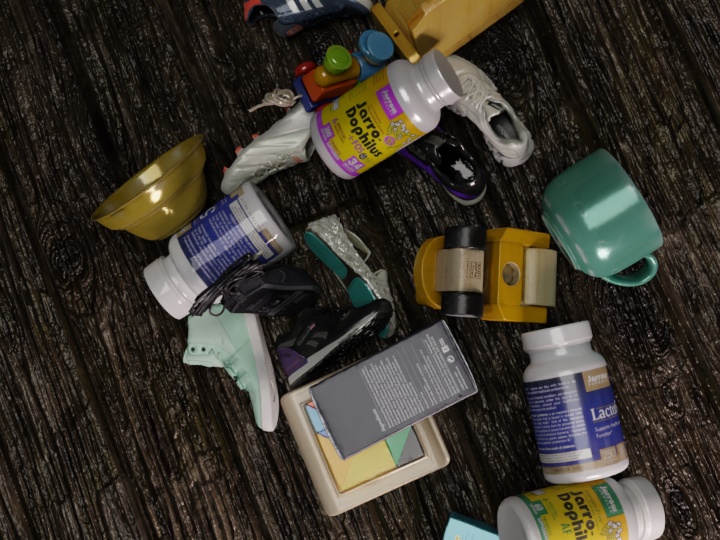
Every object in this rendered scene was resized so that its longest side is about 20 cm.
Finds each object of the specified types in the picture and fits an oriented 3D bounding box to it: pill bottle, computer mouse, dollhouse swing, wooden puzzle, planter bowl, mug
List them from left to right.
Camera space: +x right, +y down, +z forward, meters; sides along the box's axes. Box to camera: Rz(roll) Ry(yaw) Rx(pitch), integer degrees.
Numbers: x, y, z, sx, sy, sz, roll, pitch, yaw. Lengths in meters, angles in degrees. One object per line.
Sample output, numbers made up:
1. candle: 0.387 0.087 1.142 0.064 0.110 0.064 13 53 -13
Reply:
1. planter bowl: -0.281 -0.103 1.306 0.200 0.201 0.084 -36 110 4
2. pill bottle: -0.203 -0.024 1.301 0.199 0.120 0.120 -35 82 3
3. computer mouse: -0.134 0.018 1.261 0.138 0.199 0.053 -36 64 28
4. wooden puzzle: 0.004 0.228 1.296 0.198 0.037 0.187 -25 83 5
5. pill bottle: 0.036 -0.213 1.225 0.199 0.104 0.105 -30 82 24
6. dollhouse swing: 0.111 -0.394 1.237 0.199 0.176 0.183 -34 65 5
7. pill bottle: 0.282 0.174 1.223 0.114 0.116 0.202 -13 84 6
8. pill bottle: 0.289 0.332 1.191 0.198 0.113 0.114 -9 84 -15
9. mug: 0.321 -0.055 1.217 0.114 0.152 0.186 -31 83 7

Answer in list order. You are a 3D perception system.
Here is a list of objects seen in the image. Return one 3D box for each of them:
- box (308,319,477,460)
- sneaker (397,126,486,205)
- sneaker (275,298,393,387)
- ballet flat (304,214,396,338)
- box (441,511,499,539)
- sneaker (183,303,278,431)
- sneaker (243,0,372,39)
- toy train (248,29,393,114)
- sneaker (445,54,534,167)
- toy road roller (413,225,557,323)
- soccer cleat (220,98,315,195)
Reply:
1. box: 0.042 0.158 1.213 0.199 0.148 0.105 -26 83 -3
2. sneaker: 0.100 -0.177 1.281 0.200 0.100 0.070 39 89 8
3. sneaker: -0.047 0.079 1.271 0.199 0.075 0.088 -37 73 27
4. ballet flat: 0.000 0.000 1.303 0.072 0.072 0.201 -38 84 3
5. box: 0.204 0.407 1.249 0.198 0.049 0.083 18 88 9
6. sneaker: -0.188 0.144 1.308 0.117 0.074 0.202 -16 74 0
7. sneaker: -0.081 -0.378 1.338 0.198 0.075 0.085 13 86 18
8. toy train: -0.051 -0.268 1.263 0.199 0.116 0.085 -22 81 -29
9. sneaker: 0.171 -0.237 1.288 0.075 0.081 0.200 -43 80 4
10. toy road roller: 0.162 0.006 1.266 0.198 0.146 0.124 6 85 -29
11. soccer cleat: -0.119 -0.172 1.328 0.200 0.069 0.078 -43 79 0
